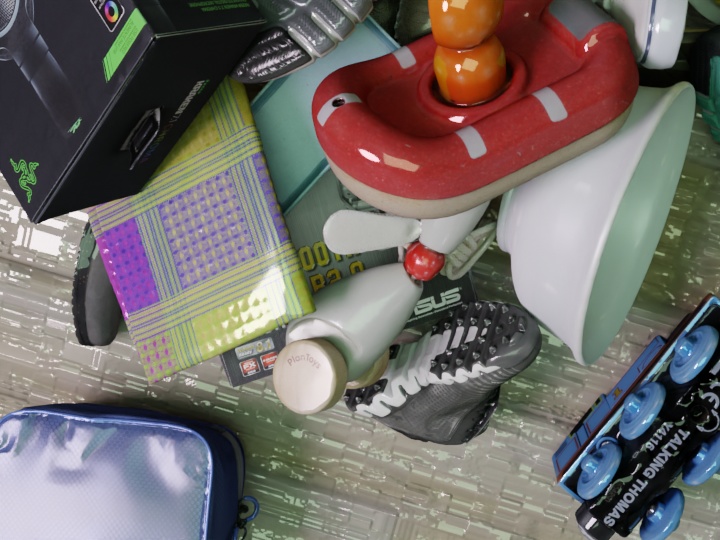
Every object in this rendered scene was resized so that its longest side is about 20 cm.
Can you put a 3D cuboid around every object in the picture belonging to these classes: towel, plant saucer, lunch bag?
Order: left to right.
[{"bbox_3d":[-0.177,0.177,0.837,0.196,0.132,0.138,7,85,5],"label":"lunch bag"},{"bbox_3d":[-0.116,-0.043,0.718,0.142,0.023,0.203,-23,81,22],"label":"towel"},{"bbox_3d":[-0.051,-0.088,0.736,0.070,0.019,0.200,42,99,-6],"label":"plant saucer"}]

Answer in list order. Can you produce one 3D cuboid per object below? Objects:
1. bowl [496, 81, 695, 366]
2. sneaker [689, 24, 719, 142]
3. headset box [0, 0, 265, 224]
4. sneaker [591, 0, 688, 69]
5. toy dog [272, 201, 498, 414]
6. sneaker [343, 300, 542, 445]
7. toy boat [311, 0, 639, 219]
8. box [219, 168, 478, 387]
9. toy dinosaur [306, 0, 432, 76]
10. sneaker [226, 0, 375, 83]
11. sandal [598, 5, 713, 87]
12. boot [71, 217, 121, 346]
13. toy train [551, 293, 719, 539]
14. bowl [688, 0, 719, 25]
[{"bbox_3d":[0.154,-0.045,0.751,0.089,0.200,0.204,22,102,22],"label":"bowl"},{"bbox_3d":[0.300,-0.105,0.759,0.087,0.075,0.201,-37,123,-1],"label":"sneaker"},{"bbox_3d":[-0.172,-0.153,0.648,0.174,0.092,0.201,-41,78,39],"label":"headset box"},{"bbox_3d":[0.166,-0.196,0.714,0.069,0.202,0.074,2,130,-1],"label":"sneaker"},{"bbox_3d":[0.000,0.000,0.736,0.096,0.132,0.201,39,87,15],"label":"toy dog"},{"bbox_3d":[0.076,0.082,0.795,0.090,0.067,0.199,37,144,-19],"label":"sneaker"},{"bbox_3d":[0.063,-0.124,0.642,0.198,0.131,0.132,-27,136,-7],"label":"toy boat"},{"bbox_3d":[-0.027,-0.022,0.801,0.197,0.048,0.161,-17,105,-5],"label":"box"},{"bbox_3d":[-0.009,-0.163,0.773,0.198,0.102,0.078,-24,97,5],"label":"toy dinosaur"},{"bbox_3d":[0.002,-0.183,0.673,0.199,0.115,0.075,-41,79,12],"label":"sneaker"},{"bbox_3d":[0.174,-0.170,0.781,0.196,0.082,0.056,4,79,12],"label":"sandal"},{"bbox_3d":[-0.144,-0.023,0.833,0.129,0.070,0.203,13,107,-5],"label":"boot"},{"bbox_3d":[0.223,0.108,0.795,0.086,0.114,0.201,35,102,-5],"label":"toy train"},{"bbox_3d":[0.271,-0.227,0.724,0.200,0.200,0.107,47,144,-4],"label":"bowl"}]
